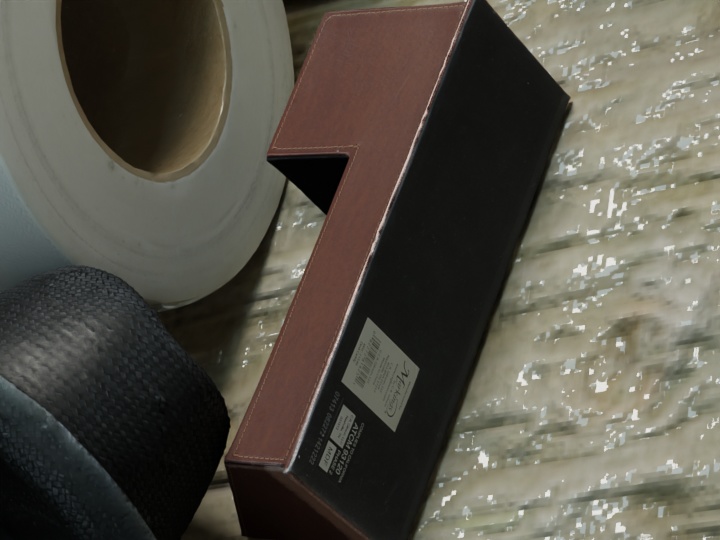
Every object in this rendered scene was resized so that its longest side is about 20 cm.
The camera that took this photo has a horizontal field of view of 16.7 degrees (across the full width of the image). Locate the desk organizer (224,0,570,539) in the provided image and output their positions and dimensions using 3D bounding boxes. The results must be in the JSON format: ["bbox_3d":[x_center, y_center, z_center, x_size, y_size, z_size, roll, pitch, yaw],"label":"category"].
[{"bbox_3d":[0.000,0.000,0.908,0.077,0.072,0.201,0,59,40],"label":"desk organizer"}]

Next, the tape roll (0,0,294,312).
[{"bbox_3d":[-0.137,-0.079,0.977,0.139,0.203,0.203,-9,54,33],"label":"tape roll"}]

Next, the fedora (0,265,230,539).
[{"bbox_3d":[-0.108,0.060,0.882,0.200,0.201,0.092,19,54,44],"label":"fedora"}]
